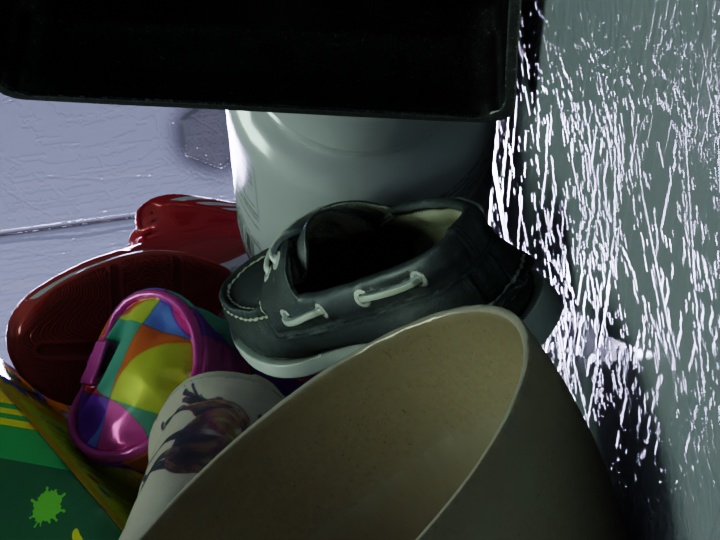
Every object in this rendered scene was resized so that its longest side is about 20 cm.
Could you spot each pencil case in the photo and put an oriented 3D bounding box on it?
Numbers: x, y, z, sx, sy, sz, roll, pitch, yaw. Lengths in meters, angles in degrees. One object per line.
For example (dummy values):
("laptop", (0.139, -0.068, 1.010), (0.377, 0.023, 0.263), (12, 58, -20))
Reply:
("pencil case", (-0.068, 0.136, 1.062), (0.090, 0.078, 0.200), (98, -171, -46))
("pencil case", (-0.038, 0.075, 1.245), (0.200, 0.088, 0.089), (31, -139, -45))

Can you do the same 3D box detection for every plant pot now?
("plant pot", (0.017, 0.127, 0.943), (0.134, 0.200, 0.200), (49, -173, -16))
("plant pot", (-0.036, -0.181, 1.025), (0.200, 0.199, 0.178), (88, -174, -63))

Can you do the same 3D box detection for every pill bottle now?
("pill bottle", (0.001, -0.062, 1.185), (0.200, 0.113, 0.114), (90, 172, -67))

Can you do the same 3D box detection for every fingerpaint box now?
("fingerpaint box", (-0.112, 0.129, 1.246), (0.167, 0.073, 0.200), (44, -178, 39))

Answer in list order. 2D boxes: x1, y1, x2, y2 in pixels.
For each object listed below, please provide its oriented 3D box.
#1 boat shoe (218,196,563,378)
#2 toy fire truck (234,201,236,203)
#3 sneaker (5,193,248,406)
("boat shoe", (0.000, 0.000, 1.098), (0.200, 0.076, 0.060), (-3, 131, 53))
("toy fire truck", (0.015, 0.015, 1.396), (0.168, 0.112, 0.200), (-35, 60, 59))
("sneaker", (-0.097, 0.014, 1.313), (0.115, 0.200, 0.079), (12, 107, 50))
